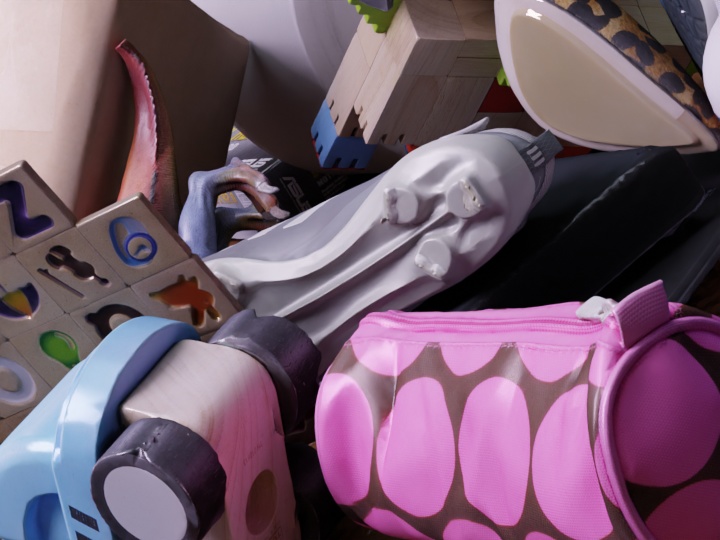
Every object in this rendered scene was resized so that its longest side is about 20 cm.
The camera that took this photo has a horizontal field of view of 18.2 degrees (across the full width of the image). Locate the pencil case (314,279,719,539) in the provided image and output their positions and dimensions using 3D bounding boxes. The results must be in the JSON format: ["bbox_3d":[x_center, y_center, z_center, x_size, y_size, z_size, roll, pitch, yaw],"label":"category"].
[{"bbox_3d":[0.058,0.051,0.775,0.091,0.094,0.200,-41,17,-27],"label":"pencil case"}]

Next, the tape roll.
[{"bbox_3d":[0.018,-0.156,1.264,0.203,0.203,0.139,-39,18,-23],"label":"tape roll"}]

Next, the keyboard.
[{"bbox_3d":[0.123,-0.010,0.960,0.127,0.021,0.200,-21,17,43],"label":"keyboard"}]

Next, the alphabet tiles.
[{"bbox_3d":[-0.110,0.044,0.917,0.166,0.200,0.006,-23,30,31],"label":"alphabet tiles"}]

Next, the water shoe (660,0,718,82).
[{"bbox_3d":[0.166,-0.121,0.941,0.079,0.072,0.200,-29,-10,9],"label":"water shoe"}]

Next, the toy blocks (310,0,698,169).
[{"bbox_3d":[0.067,-0.086,1.107,0.199,0.100,0.137,-1,-36,-23],"label":"toy blocks"}]

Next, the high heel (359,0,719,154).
[{"bbox_3d":[0.109,-0.129,1.004,0.200,0.072,0.142,33,52,26],"label":"high heel"}]

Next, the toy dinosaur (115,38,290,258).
[{"bbox_3d":[-0.108,0.032,1.049,0.181,0.200,0.105,-41,-9,-11],"label":"toy dinosaur"}]

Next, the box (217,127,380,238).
[{"bbox_3d":[-0.038,-0.082,1.425,0.158,0.048,0.200,-39,18,-22],"label":"box"}]

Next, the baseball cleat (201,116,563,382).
[{"bbox_3d":[0.000,0.000,0.931,0.200,0.070,0.106,-25,2,31],"label":"baseball cleat"}]

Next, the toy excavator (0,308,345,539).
[{"bbox_3d":[-0.114,0.100,0.909,0.200,0.195,0.100,12,38,26],"label":"toy excavator"}]

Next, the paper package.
[{"bbox_3d":[-0.145,-0.050,1.131,0.103,0.201,0.191,10,-5,18],"label":"paper package"}]

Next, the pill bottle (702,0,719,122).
[{"bbox_3d":[0.170,-0.044,0.652,0.116,0.200,0.116,-29,16,9],"label":"pill bottle"}]

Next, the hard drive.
[{"bbox_3d":[0.051,0.001,0.983,0.139,0.033,0.200,-39,11,-14],"label":"hard drive"}]
